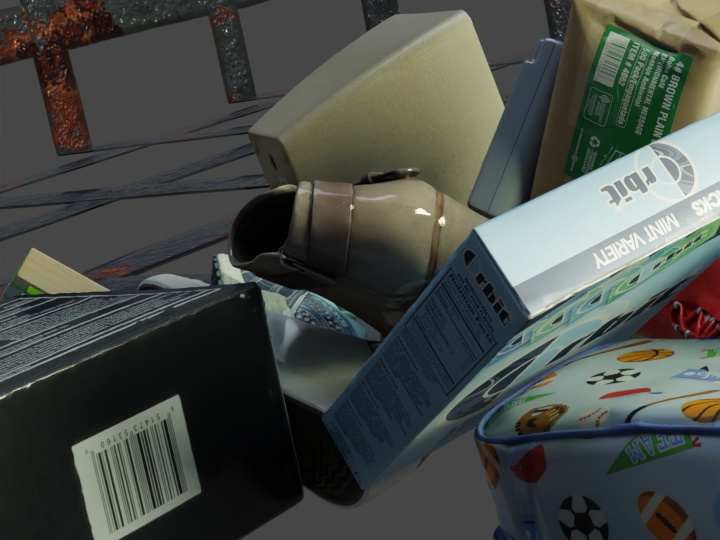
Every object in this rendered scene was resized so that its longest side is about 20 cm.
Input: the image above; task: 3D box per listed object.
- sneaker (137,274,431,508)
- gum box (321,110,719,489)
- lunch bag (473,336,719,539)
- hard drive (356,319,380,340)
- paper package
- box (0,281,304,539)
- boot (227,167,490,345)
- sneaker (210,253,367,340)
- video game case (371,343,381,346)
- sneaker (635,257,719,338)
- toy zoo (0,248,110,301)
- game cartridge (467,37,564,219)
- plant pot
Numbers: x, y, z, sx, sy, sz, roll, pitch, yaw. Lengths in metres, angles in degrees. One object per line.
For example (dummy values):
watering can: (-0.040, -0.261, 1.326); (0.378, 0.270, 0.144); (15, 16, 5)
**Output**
sneaker: (-0.040, 0.058, 0.820); (0.199, 0.074, 0.084); (33, 35, 33)
gum box: (0.087, 0.013, 0.680); (0.169, 0.045, 0.200); (-25, -15, -28)
lunch bag: (0.159, 0.072, 0.627); (0.198, 0.077, 0.159); (-3, 13, 43)
hard drive: (0.086, 0.020, 1.062); (0.199, 0.027, 0.131); (0, 17, 45)
paper package: (0.193, -0.082, 0.953); (0.103, 0.202, 0.190); (25, 31, 24)
box: (-0.169, 0.092, 0.744); (0.197, 0.125, 0.199); (-2, 15, 40)
boot: (0.000, 0.000, 0.799); (0.145, 0.071, 0.200); (12, -24, -19)
sneaker: (-0.050, 0.039, 0.960); (0.085, 0.079, 0.200); (3, 10, -15)
video game case: (-0.021, 0.075, 0.933); (0.198, 0.018, 0.143); (-8, 12, 19)
sneaker: (0.190, 0.026, 0.757); (0.199, 0.078, 0.085); (16, 39, 42)
toy zoo: (-0.165, 0.040, 0.956); (0.021, 0.130, 0.200); (-63, 11, -15)
game cartridge: (0.133, -0.072, 1.011); (0.041, 0.135, 0.200); (20, 5, 23)
plant pot: (0.018, -0.090, 1.285); (0.176, 0.202, 0.200); (-26, 14, -11)
